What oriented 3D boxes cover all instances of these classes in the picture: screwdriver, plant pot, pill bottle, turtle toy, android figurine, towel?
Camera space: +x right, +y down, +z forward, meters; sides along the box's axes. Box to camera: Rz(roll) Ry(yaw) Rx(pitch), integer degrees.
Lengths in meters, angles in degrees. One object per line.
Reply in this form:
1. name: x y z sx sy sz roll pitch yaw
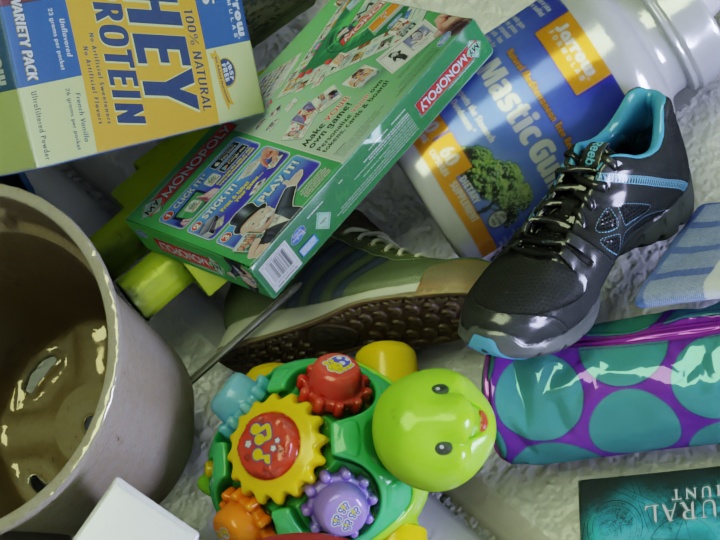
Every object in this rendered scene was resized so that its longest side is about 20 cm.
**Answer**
1. screwdriver: -0.107 0.067 1.542 0.200 0.028 0.029 -46 52 17
2. plant pot: -0.188 0.072 1.456 0.200 0.183 0.201 -6 73 20
3. pill bottle: 0.116 -0.102 1.533 0.200 0.112 0.112 -34 60 2
4. turtle toy: -0.010 0.104 1.466 0.200 0.101 0.146 -13 69 26
5. android figurine: -0.075 -0.054 1.576 0.200 0.041 0.182 -40 34 -9
6. towel: 0.265 -0.015 1.430 0.199 0.147 0.024 -6 109 25

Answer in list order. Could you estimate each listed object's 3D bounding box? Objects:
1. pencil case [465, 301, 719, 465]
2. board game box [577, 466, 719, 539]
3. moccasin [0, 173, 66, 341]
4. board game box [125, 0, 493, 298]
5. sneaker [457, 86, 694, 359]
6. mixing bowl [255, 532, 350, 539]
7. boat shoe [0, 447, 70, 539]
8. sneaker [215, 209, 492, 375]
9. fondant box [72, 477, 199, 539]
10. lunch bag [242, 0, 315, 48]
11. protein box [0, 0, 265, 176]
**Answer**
1. pencil case: 0.167 0.057 1.453 0.199 0.093 0.085 -10 38 15
2. board game box: 0.221 0.172 1.420 0.199 0.028 0.136 -8 63 15
3. moccasin: -0.231 -0.020 1.635 0.068 0.081 0.200 -22 47 -8
4. board game box: -0.031 -0.078 1.505 0.200 0.029 0.134 -48 35 -16
5. sneaker: 0.116 -0.027 1.438 0.073 0.082 0.200 17 45 30
6. mixing bowl: -0.035 0.216 1.407 0.200 0.200 0.109 -24 40 6
7. boat shoe: -0.247 0.148 1.571 0.093 0.075 0.200 -39 69 34
8. sneaker: 0.000 0.000 1.532 0.200 0.067 0.090 -14 57 32
9. fondant box: -0.151 0.206 1.421 0.058 0.200 0.144 33 74 4
10. lunch bag: -0.139 -0.201 1.655 0.200 0.117 0.164 -33 59 37
11. protein box: -0.201 -0.127 1.498 0.200 0.198 0.135 -8 97 40
